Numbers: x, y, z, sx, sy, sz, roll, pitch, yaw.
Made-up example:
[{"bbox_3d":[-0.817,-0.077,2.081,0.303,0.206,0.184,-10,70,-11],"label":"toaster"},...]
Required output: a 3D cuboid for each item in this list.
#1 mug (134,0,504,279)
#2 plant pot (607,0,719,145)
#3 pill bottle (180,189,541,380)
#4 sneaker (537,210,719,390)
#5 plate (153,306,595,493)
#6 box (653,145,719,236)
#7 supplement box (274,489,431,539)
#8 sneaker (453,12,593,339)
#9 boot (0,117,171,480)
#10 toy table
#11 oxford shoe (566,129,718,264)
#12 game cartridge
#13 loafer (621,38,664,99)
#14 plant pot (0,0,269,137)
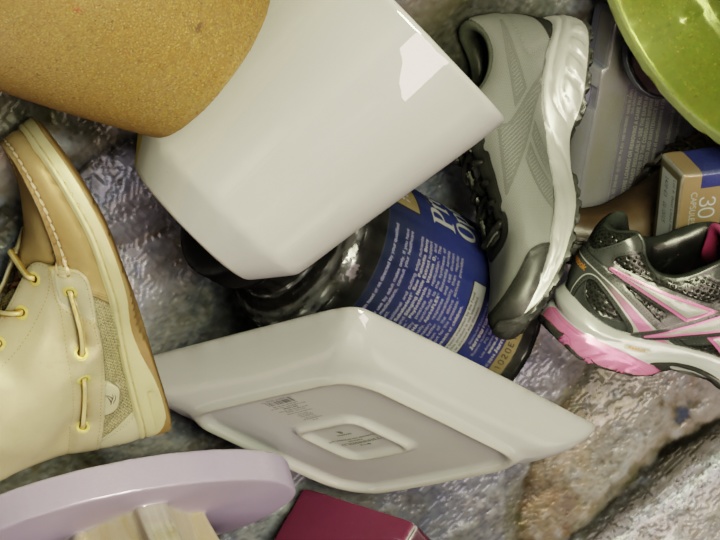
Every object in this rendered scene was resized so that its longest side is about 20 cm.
[{"bbox_3d":[-0.036,-0.083,1.265,0.153,0.187,0.149,-45,113,4],"label":"mug"},{"bbox_3d":[0.262,-0.185,1.332,0.190,0.200,0.200,-31,129,-26],"label":"plant pot"},{"bbox_3d":[0.000,0.000,1.399,0.200,0.112,0.112,28,103,-37],"label":"pill bottle"},{"bbox_3d":[0.205,0.019,1.372,0.200,0.080,0.086,9,116,-24],"label":"sneaker"},{"bbox_3d":[-0.003,0.084,1.413,0.200,0.199,0.032,28,61,-37],"label":"plate"},{"bbox_3d":[0.265,-0.024,1.440,0.200,0.032,0.121,-11,123,-19],"label":"box"},{"bbox_3d":[0.019,0.247,1.534,0.200,0.103,0.131,48,66,-40],"label":"supplement box"},{"bbox_3d":[0.082,-0.055,1.388,0.079,0.200,0.074,10,155,-11],"label":"sneaker"},{"bbox_3d":[-0.201,0.029,1.336,0.155,0.073,0.200,-21,122,-9],"label":"boot"},{"bbox_3d":[-0.121,0.182,1.409,0.200,0.117,0.184,-12,159,-13],"label":"toy table"},{"bbox_3d":[0.183,-0.043,1.469,0.200,0.073,0.085,-8,101,-24],"label":"oxford shoe"},{"bbox_3d":[0.182,-0.071,1.505,0.130,0.038,0.200,-4,119,-22],"label":"game cartridge"},{"bbox_3d":[0.237,-0.170,1.429,0.200,0.063,0.072,-38,108,-19],"label":"loafer"},{"bbox_3d":[-0.148,-0.154,1.151,0.200,0.186,0.186,37,98,-23],"label":"plant pot"}]
